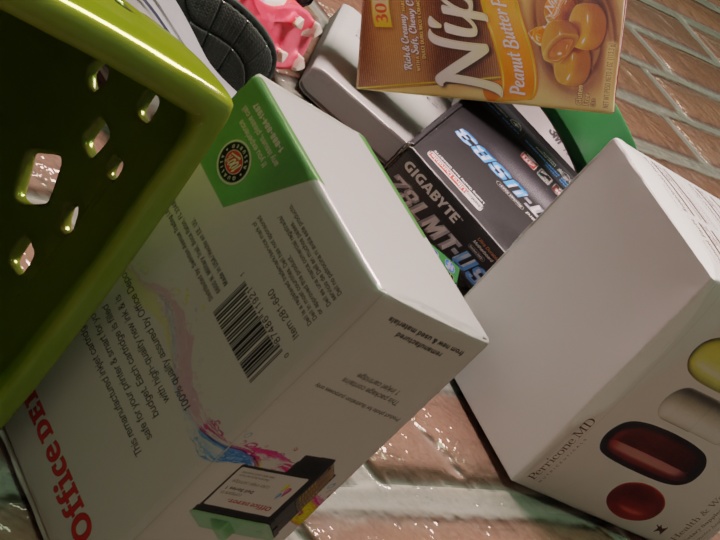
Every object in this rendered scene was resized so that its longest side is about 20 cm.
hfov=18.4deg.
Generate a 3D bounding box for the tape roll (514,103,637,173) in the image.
[{"bbox_3d":[0.157,-0.127,1.839,0.201,0.048,0.201,54,-10,15],"label":"tape roll"}]

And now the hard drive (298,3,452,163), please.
[{"bbox_3d":[0.018,-0.140,1.774,0.132,0.026,0.200,41,20,-9],"label":"hard drive"}]

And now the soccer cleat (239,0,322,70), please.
[{"bbox_3d":[-0.101,-0.194,1.590,0.076,0.067,0.200,27,2,29],"label":"soccer cleat"}]

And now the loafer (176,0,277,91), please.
[{"bbox_3d":[-0.142,-0.176,1.475,0.199,0.072,0.063,21,17,-40],"label":"loafer"}]

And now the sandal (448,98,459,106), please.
[{"bbox_3d":[0.130,-0.085,1.809,0.082,0.050,0.203,21,37,-59],"label":"sandal"}]

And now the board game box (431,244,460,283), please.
[{"bbox_3d":[0.000,0.000,1.448,0.134,0.029,0.200,41,20,-9],"label":"board game box"}]

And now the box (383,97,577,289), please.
[{"bbox_3d":[0.120,-0.037,1.671,0.200,0.050,0.198,48,27,1],"label":"box"}]

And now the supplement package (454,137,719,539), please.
[{"bbox_3d":[0.196,0.056,1.472,0.200,0.191,0.147,25,26,-40],"label":"supplement package"}]

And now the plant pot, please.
[{"bbox_3d":[-0.206,-0.078,0.968,0.199,0.200,0.182,27,19,-37],"label":"plant pot"}]

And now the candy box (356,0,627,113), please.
[{"bbox_3d":[0.100,-0.189,1.681,0.199,0.116,0.055,6,20,5],"label":"candy box"}]

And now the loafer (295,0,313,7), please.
[{"bbox_3d":[-0.111,-0.273,1.691,0.200,0.071,0.068,37,23,6],"label":"loafer"}]

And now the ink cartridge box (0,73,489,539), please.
[{"bbox_3d":[-0.062,0.038,0.994,0.084,0.200,0.145,27,25,-46],"label":"ink cartridge box"}]

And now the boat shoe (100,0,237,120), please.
[{"bbox_3d":[-0.115,-0.093,1.375,0.067,0.074,0.200,-18,57,-30],"label":"boat shoe"}]
